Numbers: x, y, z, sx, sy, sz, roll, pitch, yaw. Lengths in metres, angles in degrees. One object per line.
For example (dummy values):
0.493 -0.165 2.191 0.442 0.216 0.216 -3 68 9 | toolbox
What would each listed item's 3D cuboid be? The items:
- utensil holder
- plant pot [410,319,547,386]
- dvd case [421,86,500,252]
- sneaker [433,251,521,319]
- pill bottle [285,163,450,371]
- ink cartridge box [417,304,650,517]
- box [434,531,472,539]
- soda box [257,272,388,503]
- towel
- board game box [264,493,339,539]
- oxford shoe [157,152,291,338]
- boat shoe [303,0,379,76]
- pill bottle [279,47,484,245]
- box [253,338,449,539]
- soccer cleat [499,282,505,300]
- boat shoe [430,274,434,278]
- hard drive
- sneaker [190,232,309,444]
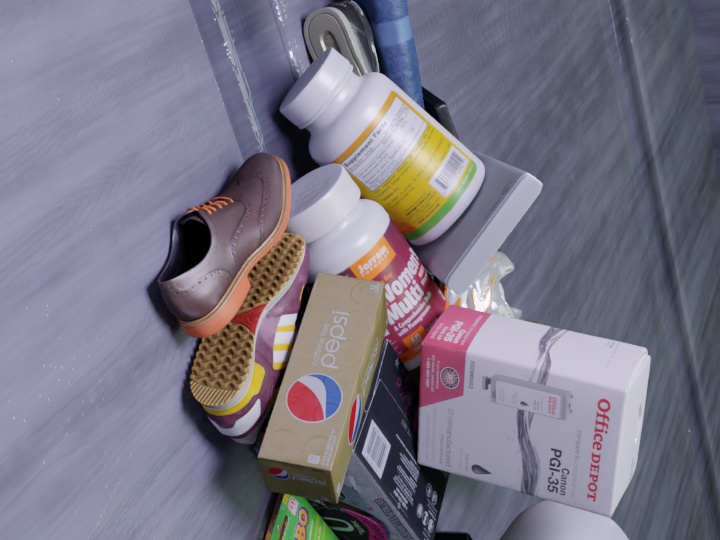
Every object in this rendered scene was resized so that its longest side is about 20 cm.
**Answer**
0.198 0.358 1.321 0.200 0.169 0.171 -35 118 -62 | utensil holder
0.128 0.139 1.451 0.200 0.186 0.187 12 75 -46 | plant pot
0.103 -0.117 1.438 0.143 0.017 0.201 -128 -166 -66 | dvd case
0.126 0.071 1.322 0.076 0.092 0.201 167 -75 -81 | sneaker
0.000 0.000 1.236 0.200 0.109 0.110 54 39 -23 | pill bottle
0.161 0.130 1.183 0.083 0.199 0.147 -44 141 -54 | ink cartridge box
0.085 0.420 1.383 0.182 0.104 0.201 59 37 -43 | box
-0.029 0.101 1.117 0.064 0.067 0.201 82 21 -53 | soda box
0.026 -0.256 1.359 0.048 0.112 0.201 -18 112 -16 | towel
-0.048 0.298 1.225 0.200 0.030 0.096 61 35 -44 | board game box
-0.117 -0.040 1.092 0.073 0.071 0.201 55 40 -38 | oxford shoe
0.000 -0.189 1.336 0.068 0.072 0.201 -43 122 -57 | boat shoe
0.019 -0.127 1.257 0.200 0.111 0.111 40 45 -15 | pill bottle
-0.002 0.178 1.236 0.200 0.114 0.133 57 40 -42 | box
0.120 0.009 1.414 0.078 0.069 0.201 56 15 -69 | soccer cleat
0.036 0.030 1.378 0.200 0.069 0.071 -24 111 -60 | boat shoe
0.108 -0.054 1.270 0.027 0.132 0.200 35 4 -15 | hard drive
-0.092 0.059 1.134 0.090 0.075 0.201 67 38 -48 | sneaker
